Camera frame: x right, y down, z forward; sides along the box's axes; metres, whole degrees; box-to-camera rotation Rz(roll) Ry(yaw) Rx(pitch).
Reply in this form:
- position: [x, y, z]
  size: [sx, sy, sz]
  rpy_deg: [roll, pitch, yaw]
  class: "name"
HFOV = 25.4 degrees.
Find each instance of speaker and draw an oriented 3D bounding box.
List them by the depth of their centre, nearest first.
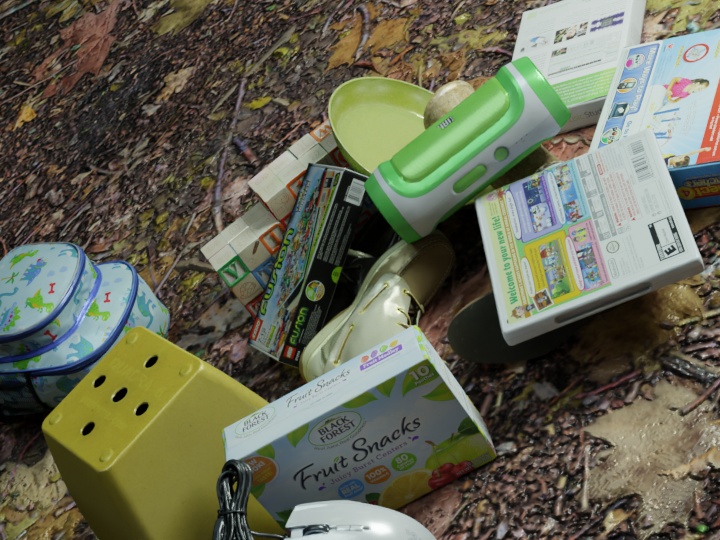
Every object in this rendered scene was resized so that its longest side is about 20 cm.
- position: [0.102, -0.116, 1.533]
  size: [0.200, 0.088, 0.089]
  rpy_deg: [-38, 34, 8]
  class: "speaker"

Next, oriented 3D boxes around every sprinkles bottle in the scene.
- position: [0.145, -0.116, 1.605]
  size: [0.068, 0.068, 0.200]
  rpy_deg: [-40, 51, -6]
  class: "sprinkles bottle"

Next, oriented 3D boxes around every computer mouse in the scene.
- position: [-0.024, 0.219, 1.327]
  size: [0.198, 0.044, 0.110]
  rpy_deg: [8, 49, -7]
  class: "computer mouse"

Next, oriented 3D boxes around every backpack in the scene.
- position: [-0.328, 0.063, 1.772]
  size: [0.198, 0.147, 0.184]
  rpy_deg: [-3, 47, 27]
  class: "backpack"

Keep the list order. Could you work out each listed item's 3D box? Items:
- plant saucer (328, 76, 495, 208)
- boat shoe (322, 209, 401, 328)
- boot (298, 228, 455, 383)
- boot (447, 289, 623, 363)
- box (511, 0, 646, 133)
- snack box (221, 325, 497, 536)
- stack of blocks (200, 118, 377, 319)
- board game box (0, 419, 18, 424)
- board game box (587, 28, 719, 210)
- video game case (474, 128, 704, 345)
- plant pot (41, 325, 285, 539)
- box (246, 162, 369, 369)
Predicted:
- position: [0.053, -0.127, 1.672]
  size: [0.201, 0.199, 0.031]
  rpy_deg: [-91, 24, -50]
  class: "plant saucer"
- position: [0.001, 0.000, 1.637]
  size: [0.071, 0.066, 0.201]
  rpy_deg: [14, 59, 45]
  class: "boat shoe"
- position: [0.047, 0.060, 1.525]
  size: [0.200, 0.072, 0.154]
  rpy_deg: [-47, 35, -7]
  class: "boot"
- position: [0.174, 0.025, 1.477]
  size: [0.199, 0.074, 0.076]
  rpy_deg: [-25, 16, 10]
  class: "boot"
- position: [0.231, -0.227, 1.734]
  size: [0.143, 0.036, 0.201]
  rpy_deg: [-13, 40, 30]
  class: "box"
- position: [-0.001, 0.151, 1.397]
  size: [0.199, 0.143, 0.053]
  rpy_deg: [-29, 35, 10]
  class: "snack box"
- position: [-0.072, -0.054, 1.721]
  size: [0.200, 0.115, 0.059]
  rpy_deg: [-39, 35, -3]
  class: "stack of blocks"
- position: [-0.470, 0.150, 1.908]
  size: [0.199, 0.019, 0.103]
  rpy_deg: [-12, 41, 30]
  class: "board game box"
- position: [0.328, -0.148, 1.538]
  size: [0.195, 0.056, 0.201]
  rpy_deg: [-7, 45, 35]
  class: "board game box"
- position: [0.200, -0.034, 1.435]
  size: [0.181, 0.022, 0.201]
  rpy_deg: [-22, 37, 12]
  class: "video game case"
- position: [-0.178, 0.171, 1.497]
  size: [0.200, 0.177, 0.199]
  rpy_deg: [-48, 36, -15]
  class: "plant pot"
- position: [-0.053, -0.006, 1.619]
  size: [0.110, 0.034, 0.202]
  rpy_deg: [16, 87, 68]
  class: "box"
